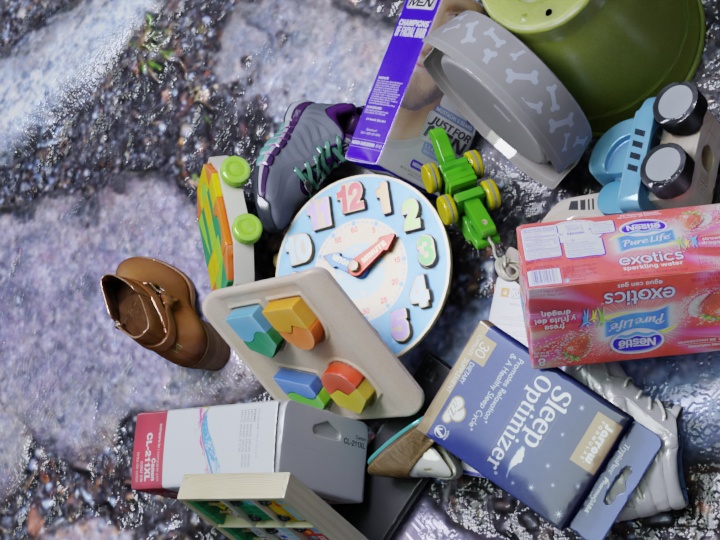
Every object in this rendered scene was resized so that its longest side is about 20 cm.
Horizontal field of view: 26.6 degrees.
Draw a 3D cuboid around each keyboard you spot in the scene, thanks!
[{"bbox_3d":[0.030,0.176,1.561,0.127,0.021,0.201,35,94,32],"label":"keyboard"}]

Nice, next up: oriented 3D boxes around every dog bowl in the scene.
[{"bbox_3d":[0.142,-0.168,1.467,0.059,0.200,0.200,-45,57,-3],"label":"dog bowl"}]

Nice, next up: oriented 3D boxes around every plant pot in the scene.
[{"bbox_3d":[0.211,-0.258,1.480,0.199,0.193,0.202,-10,70,28],"label":"plant pot"}]

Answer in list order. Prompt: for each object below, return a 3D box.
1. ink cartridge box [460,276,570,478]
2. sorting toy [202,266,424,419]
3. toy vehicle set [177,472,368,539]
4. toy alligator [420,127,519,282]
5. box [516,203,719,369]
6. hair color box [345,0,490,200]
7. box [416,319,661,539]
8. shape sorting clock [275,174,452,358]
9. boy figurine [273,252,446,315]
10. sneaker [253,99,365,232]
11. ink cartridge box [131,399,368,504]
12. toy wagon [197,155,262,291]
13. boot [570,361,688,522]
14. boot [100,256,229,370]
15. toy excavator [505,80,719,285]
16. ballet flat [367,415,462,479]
[{"bbox_3d":[0.162,0.109,1.492,0.094,0.037,0.202,6,76,33],"label":"ink cartridge box"},{"bbox_3d":[-0.054,0.086,1.519,0.199,0.186,0.037,-15,29,50],"label":"sorting toy"},{"bbox_3d":[-0.074,0.253,1.491,0.123,0.200,0.027,-6,56,31],"label":"toy vehicle set"},{"bbox_3d":[0.110,-0.055,1.514,0.059,0.054,0.201,-18,59,-11],"label":"toy alligator"},{"bbox_3d":[0.244,0.013,1.376,0.198,0.095,0.103,-6,37,3],"label":"box"},{"bbox_3d":[0.074,-0.186,1.583,0.065,0.109,0.202,14,83,52],"label":"hair color box"},{"bbox_3d":[0.163,0.149,1.395,0.199,0.032,0.122,33,98,19],"label":"box"},{"bbox_3d":[0.000,0.000,1.547,0.198,0.039,0.202,-8,72,26],"label":"shape sorting clock"},{"bbox_3d":[-0.005,0.011,1.605,0.198,0.064,0.126,2,77,32],"label":"boy figurine"},{"bbox_3d":[-0.052,-0.121,1.628,0.087,0.075,0.201,-5,42,22],"label":"sneaker"},{"bbox_3d":[-0.112,0.190,1.548,0.199,0.145,0.084,-9,69,38],"label":"ink cartridge box"},{"bbox_3d":[-0.139,-0.022,1.650,0.039,0.155,0.202,-6,66,-16],"label":"toy wagon"},{"bbox_3d":[0.254,0.130,1.418,0.095,0.073,0.202,-12,78,21],"label":"boot"},{"bbox_3d":[-0.242,0.030,1.685,0.200,0.154,0.074,38,96,33],"label":"boot"},{"bbox_3d":[0.245,-0.070,1.459,0.199,0.100,0.196,-3,63,42],"label":"toy excavator"},{"bbox_3d":[0.092,0.155,1.473,0.200,0.068,0.073,-43,70,16],"label":"ballet flat"}]
